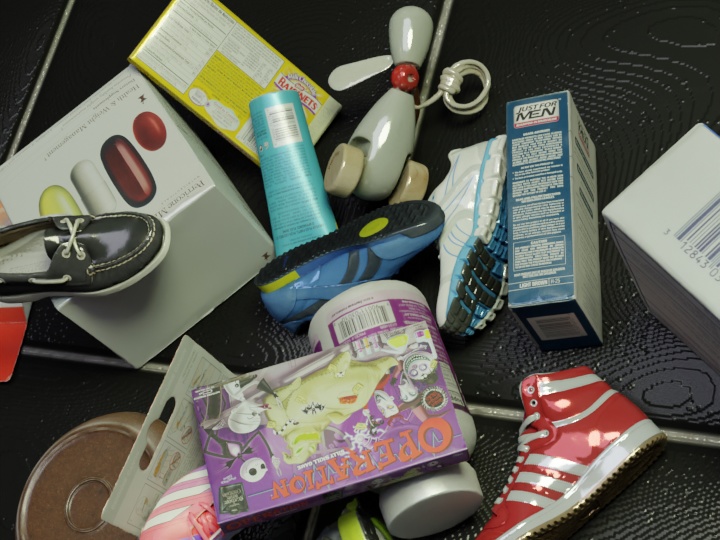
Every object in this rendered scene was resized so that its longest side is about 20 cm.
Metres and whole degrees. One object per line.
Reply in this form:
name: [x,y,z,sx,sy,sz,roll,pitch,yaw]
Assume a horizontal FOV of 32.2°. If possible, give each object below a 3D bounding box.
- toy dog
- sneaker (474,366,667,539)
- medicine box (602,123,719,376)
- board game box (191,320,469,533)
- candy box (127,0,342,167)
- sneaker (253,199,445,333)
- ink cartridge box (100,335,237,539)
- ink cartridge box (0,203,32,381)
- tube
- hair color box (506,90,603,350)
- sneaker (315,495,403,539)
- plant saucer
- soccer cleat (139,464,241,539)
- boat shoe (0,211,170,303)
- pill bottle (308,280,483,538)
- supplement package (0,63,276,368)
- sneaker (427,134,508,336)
toy dog: [0.023,-0.145,1.209,0.201,0.132,0.096,-57,19,-16]
sneaker: [0.137,0.161,1.013,0.200,0.071,0.113,-37,60,-7]
medicine box: [0.296,0.019,0.938,0.103,0.200,0.182,-42,56,1]
board game box: [-0.026,0.121,0.983,0.199,0.032,0.121,-17,62,-2]
candy box: [-0.123,-0.187,1.247,0.102,0.200,0.026,-55,18,-11]
sneaker: [0.000,0.000,1.149,0.199,0.079,0.066,-24,21,23]
ink cartridge box: [-0.150,0.157,1.063,0.057,0.200,0.163,12,70,32]
ink cartridge box: [-0.428,0.020,1.348,0.161,0.050,0.201,-3,61,23]
tube: [-0.062,-0.073,1.210,0.077,0.050,0.201,-15,83,21]
hair color box: [0.168,-0.043,1.086,0.060,0.100,0.201,-8,62,21]
sneaker: [0.014,0.288,1.013,0.081,0.074,0.201,-38,53,21]
plant saucer: [-0.247,0.223,1.174,0.199,0.035,0.201,-11,60,19]
soccer cleat: [-0.096,0.178,1.003,0.200,0.067,0.076,-40,19,-28]
boat shoe: [-0.265,-0.019,1.109,0.199,0.060,0.074,-8,63,23]
pill bottle: [0.033,0.117,1.057,0.112,0.112,0.201,-25,58,10]
supplement package: [-0.224,-0.054,1.236,0.191,0.147,0.200,-38,55,1]
sneaker: [0.092,-0.030,1.140,0.086,0.075,0.201,-2,59,35]
